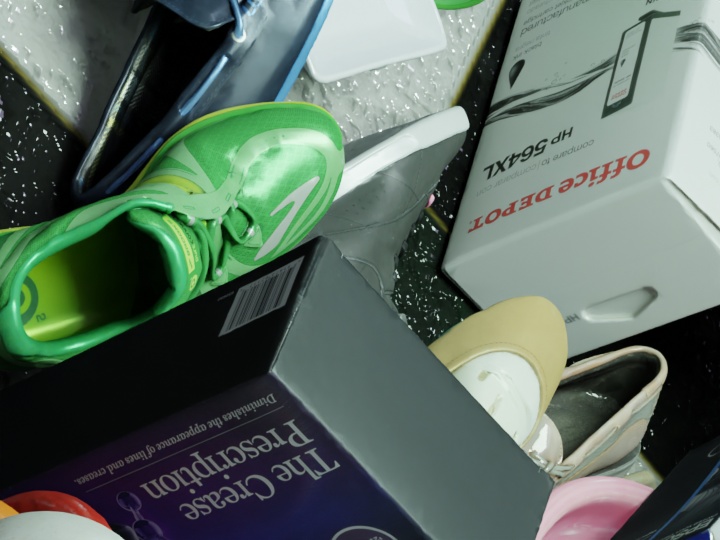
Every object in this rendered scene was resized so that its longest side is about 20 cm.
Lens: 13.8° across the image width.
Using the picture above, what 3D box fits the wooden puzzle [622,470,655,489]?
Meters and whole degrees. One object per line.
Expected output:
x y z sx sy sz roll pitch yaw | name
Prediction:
0.128 0.202 1.412 0.185 0.046 0.201 -11 80 -51 | wooden puzzle

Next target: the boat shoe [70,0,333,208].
-0.062 -0.104 1.271 0.069 0.084 0.201 26 77 -39 | boat shoe

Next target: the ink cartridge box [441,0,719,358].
0.137 -0.068 1.480 0.084 0.146 0.200 44 43 -27 | ink cartridge box

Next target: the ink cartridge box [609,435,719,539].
0.149 0.117 1.295 0.039 0.099 0.200 55 37 -5 | ink cartridge box

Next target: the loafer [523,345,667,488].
0.076 0.077 1.387 0.072 0.063 0.200 42 32 20 | loafer

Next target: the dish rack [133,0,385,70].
-0.068 -0.182 1.382 0.200 0.043 0.172 16 60 -45 | dish rack

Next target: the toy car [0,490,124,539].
-0.112 0.156 1.060 0.200 0.175 0.150 47 28 -23 | toy car

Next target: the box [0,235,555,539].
-0.050 0.090 1.135 0.141 0.200 0.079 45 42 -24 | box

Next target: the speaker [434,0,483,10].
0.065 -0.222 1.526 0.088 0.088 0.200 47 42 -23 | speaker

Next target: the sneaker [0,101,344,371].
-0.079 -0.006 1.204 0.200 0.083 0.074 -29 113 -28 | sneaker

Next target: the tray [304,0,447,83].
-0.032 -0.184 1.374 0.107 0.022 0.201 -19 87 -52 | tray

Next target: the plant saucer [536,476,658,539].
0.120 0.194 1.335 0.200 0.051 0.201 26 49 -34 | plant saucer

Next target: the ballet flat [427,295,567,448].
0.028 0.081 1.280 0.200 0.063 0.069 -36 117 -22 | ballet flat

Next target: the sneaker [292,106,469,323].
0.000 0.000 1.352 0.200 0.071 0.099 -38 103 -45 | sneaker
